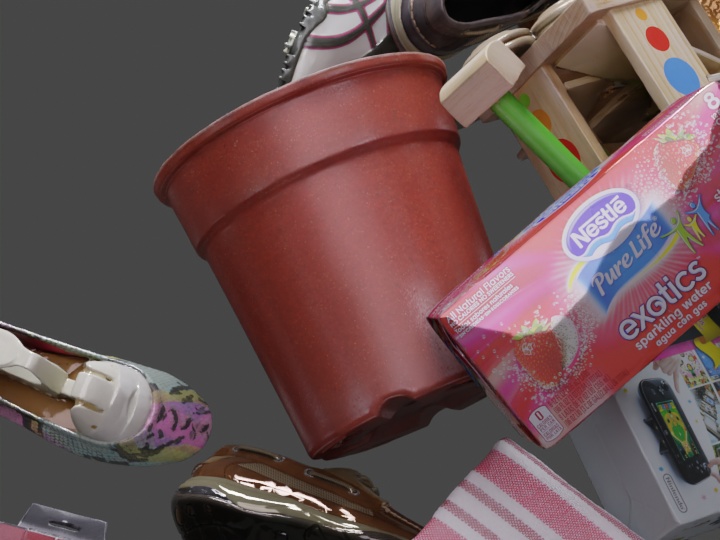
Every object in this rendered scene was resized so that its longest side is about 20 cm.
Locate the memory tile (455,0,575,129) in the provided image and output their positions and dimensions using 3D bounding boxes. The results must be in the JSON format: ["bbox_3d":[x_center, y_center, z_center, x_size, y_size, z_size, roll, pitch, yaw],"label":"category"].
[{"bbox_3d":[0.144,-0.158,1.216,0.199,0.153,0.017,-29,81,-10],"label":"memory tile"}]

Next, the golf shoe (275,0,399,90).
[{"bbox_3d":[0.006,-0.162,1.266,0.088,0.077,0.201,29,74,5],"label":"golf shoe"}]

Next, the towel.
[{"bbox_3d":[0.075,0.211,1.059,0.146,0.030,0.200,38,79,20],"label":"towel"}]

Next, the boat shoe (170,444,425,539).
[{"bbox_3d":[-0.015,0.153,1.147,0.199,0.076,0.074,19,43,11],"label":"boat shoe"}]

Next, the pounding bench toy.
[{"bbox_3d":[0.156,-0.074,1.147,0.199,0.124,0.157,-18,73,-41],"label":"pounding bench toy"}]

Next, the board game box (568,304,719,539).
[{"bbox_3d":[0.222,0.074,1.133,0.199,0.064,0.148,-13,68,-30],"label":"board game box"}]

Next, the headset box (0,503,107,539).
[{"bbox_3d":[-0.205,0.240,1.124,0.147,0.075,0.201,12,71,7],"label":"headset box"}]

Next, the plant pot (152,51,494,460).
[{"bbox_3d":[0.000,0.000,1.151,0.200,0.201,0.196,-22,78,-6],"label":"plant pot"}]

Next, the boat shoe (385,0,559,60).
[{"bbox_3d":[0.109,-0.198,1.251,0.200,0.073,0.075,-37,106,-26],"label":"boat shoe"}]

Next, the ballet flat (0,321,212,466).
[{"bbox_3d":[-0.193,0.072,1.188,0.199,0.071,0.070,18,70,9],"label":"ballet flat"}]

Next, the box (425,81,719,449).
[{"bbox_3d":[0.140,-0.003,1.023,0.200,0.100,0.096,-40,91,-2],"label":"box"}]
